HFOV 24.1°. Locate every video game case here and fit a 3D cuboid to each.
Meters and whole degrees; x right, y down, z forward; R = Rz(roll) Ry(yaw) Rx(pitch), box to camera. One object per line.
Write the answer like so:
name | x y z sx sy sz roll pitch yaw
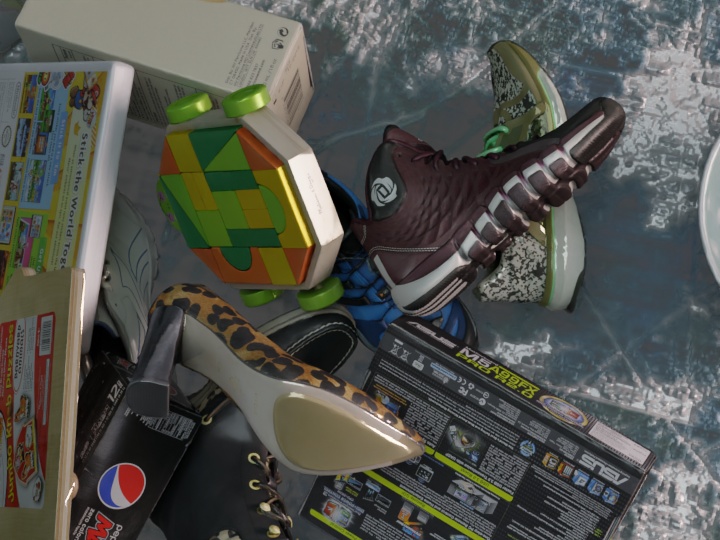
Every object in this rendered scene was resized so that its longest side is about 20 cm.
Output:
video game case | -0.237 -0.049 1.213 0.181 0.023 0.202 6 86 47

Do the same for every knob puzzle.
knob puzzle | -0.224 0.097 1.140 0.030 0.219 0.222 6 78 -31

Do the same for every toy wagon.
toy wagon | -0.090 -0.047 1.179 0.039 0.199 0.156 -33 111 -35

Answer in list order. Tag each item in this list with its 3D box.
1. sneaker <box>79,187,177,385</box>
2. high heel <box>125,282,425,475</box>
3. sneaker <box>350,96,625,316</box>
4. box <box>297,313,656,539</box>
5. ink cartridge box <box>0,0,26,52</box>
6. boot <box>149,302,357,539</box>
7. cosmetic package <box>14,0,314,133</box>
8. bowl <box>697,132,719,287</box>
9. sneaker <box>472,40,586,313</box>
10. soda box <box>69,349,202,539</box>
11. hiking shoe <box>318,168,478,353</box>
sneaker | -0.183 0.016 1.221 0.074 0.087 0.202 -20 76 6
high heel | -0.049 0.063 1.125 0.198 0.143 0.072 14 120 -3
sneaker | 0.073 -0.073 1.132 0.200 0.076 0.116 -41 74 3
box | 0.077 0.146 1.150 0.199 0.044 0.161 29 108 13
ink cartridge box | -0.283 -0.234 1.252 0.199 0.146 0.083 -38 74 0
boot | -0.063 0.131 1.158 0.203 0.073 0.154 -38 47 7
cosmetic package | -0.140 -0.155 1.233 0.198 0.105 0.072 19 70 10
bowl | 0.326 -0.031 1.141 0.199 0.105 0.203 -1 80 8
sneaker | 0.101 -0.065 1.186 0.088 0.077 0.202 -6 77 -13
soda box | -0.188 0.161 1.145 0.063 0.071 0.201 27 97 -31
hiking shoe | 0.000 0.000 1.195 0.200 0.087 0.074 42 88 13
